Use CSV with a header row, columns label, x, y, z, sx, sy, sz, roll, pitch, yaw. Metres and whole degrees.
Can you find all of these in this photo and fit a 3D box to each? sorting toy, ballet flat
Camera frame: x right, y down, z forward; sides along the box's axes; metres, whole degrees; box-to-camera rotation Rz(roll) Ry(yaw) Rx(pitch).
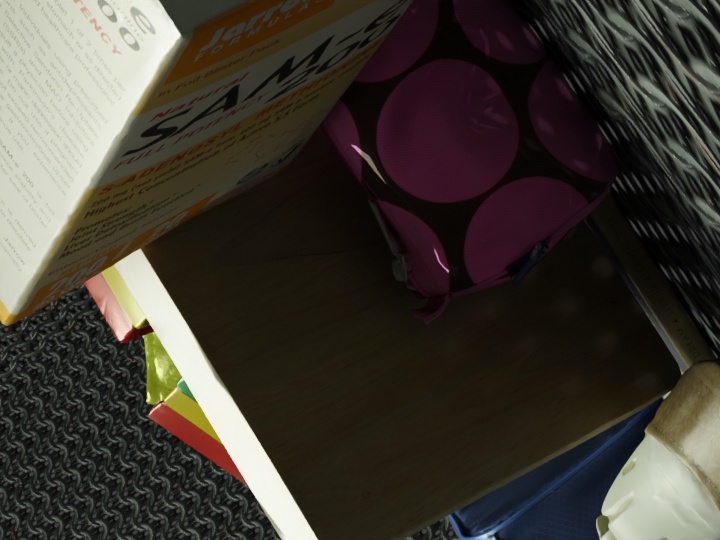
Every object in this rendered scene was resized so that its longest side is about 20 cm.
label,x,y,z,sx,sy,sz,roll,pitch,yaw
sorting toy,-0.009,0.005,0.847,0.199,0.200,0.070,57,136,11
ballet flat,0.125,0.085,0.871,0.068,0.072,0.200,52,173,8

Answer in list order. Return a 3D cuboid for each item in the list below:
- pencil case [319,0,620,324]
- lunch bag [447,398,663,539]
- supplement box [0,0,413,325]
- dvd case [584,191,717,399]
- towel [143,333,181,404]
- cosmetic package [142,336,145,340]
label,x,y,z,sx,sy,sz,roll,pitch,yaw
pencil case,0.006,-0.084,0.793,0.200,0.094,0.091,56,180,-3
lunch bag,0.137,0.144,1.185,0.132,0.136,0.200,53,180,-6
supplement box,-0.055,-0.074,0.681,0.074,0.126,0.200,54,149,8
dvd case,0.122,0.017,0.976,0.200,0.016,0.149,55,179,-18
towel,-0.101,-0.019,1.233,0.086,0.018,0.201,7,106,50
cosmetic package,-0.058,-0.058,1.316,0.200,0.164,0.165,56,137,24
